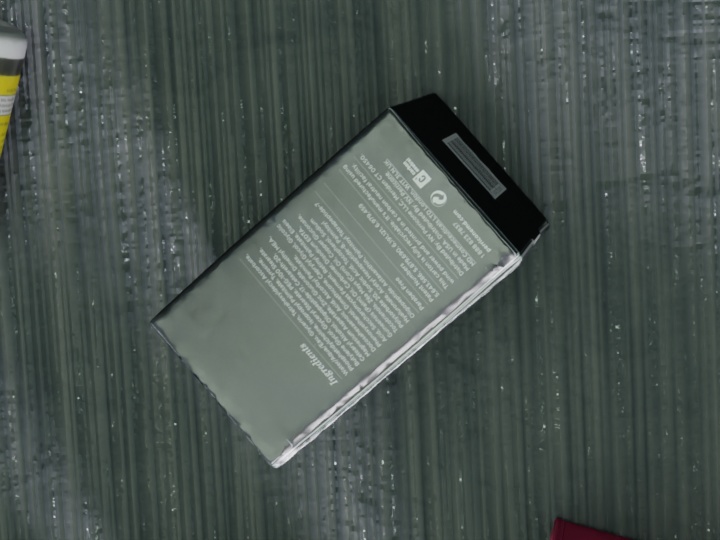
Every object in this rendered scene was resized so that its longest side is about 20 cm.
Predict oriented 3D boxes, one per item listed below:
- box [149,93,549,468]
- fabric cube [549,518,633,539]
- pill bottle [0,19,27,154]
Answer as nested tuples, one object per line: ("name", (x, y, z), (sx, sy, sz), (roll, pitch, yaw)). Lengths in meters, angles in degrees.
("box", (0.000, 0.000, 1.276), (0.197, 0.200, 0.124), (-42, 89, 12))
("fabric cube", (0.191, 0.295, 1.292), (0.198, 0.200, 0.197), (15, 100, 6))
("pill bottle", (-0.296, -0.074, 1.355), (0.114, 0.114, 0.201), (16, 100, 6))
